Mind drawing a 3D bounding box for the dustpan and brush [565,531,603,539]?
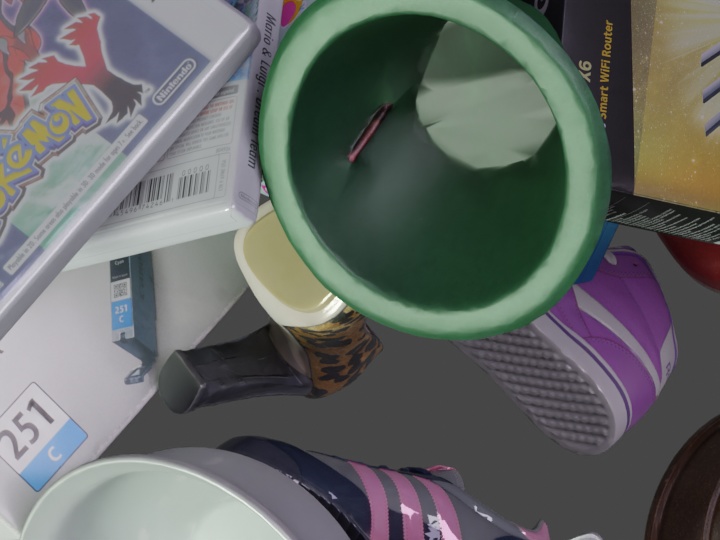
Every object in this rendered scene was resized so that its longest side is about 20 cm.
[{"bbox_3d":[0.047,0.174,1.302,0.140,0.200,0.057,45,25,-12],"label":"dustpan and brush"}]

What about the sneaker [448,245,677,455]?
[{"bbox_3d":[0.092,-0.002,1.428,0.200,0.073,0.114,51,47,-2],"label":"sneaker"}]

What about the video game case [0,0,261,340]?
[{"bbox_3d":[-0.176,-0.085,1.196,0.182,0.023,0.200,37,80,18],"label":"video game case"}]

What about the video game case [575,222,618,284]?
[{"bbox_3d":[0.098,-0.112,1.365,0.018,0.143,0.200,-11,64,-15],"label":"video game case"}]

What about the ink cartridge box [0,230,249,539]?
[{"bbox_3d":[-0.172,0.005,1.317,0.176,0.045,0.200,45,67,-11],"label":"ink cartridge box"}]

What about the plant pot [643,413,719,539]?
[{"bbox_3d":[0.285,0.154,1.402,0.200,0.198,0.200,4,79,-22],"label":"plant pot"}]

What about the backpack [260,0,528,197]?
[{"bbox_3d":[-0.009,-0.117,1.316,0.153,0.200,0.176,17,75,-29],"label":"backpack"}]

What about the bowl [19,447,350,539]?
[{"bbox_3d":[-0.063,0.164,1.275,0.090,0.201,0.201,-33,95,-51],"label":"bowl"}]

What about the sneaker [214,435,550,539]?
[{"bbox_3d":[0.012,0.128,1.373,0.200,0.070,0.082,31,46,-13],"label":"sneaker"}]

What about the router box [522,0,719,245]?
[{"bbox_3d":[0.157,-0.118,1.253,0.157,0.052,0.200,10,75,-20],"label":"router box"}]

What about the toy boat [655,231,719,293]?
[{"bbox_3d":[0.195,-0.085,1.405,0.131,0.131,0.200,-32,68,7],"label":"toy boat"}]

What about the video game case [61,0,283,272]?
[{"bbox_3d":[-0.122,-0.087,1.261,0.024,0.200,0.182,33,54,-45],"label":"video game case"}]

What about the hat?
[{"bbox_3d":[0.064,-0.092,1.202,0.166,0.200,0.176,25,33,13],"label":"hat"}]

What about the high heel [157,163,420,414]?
[{"bbox_3d":[0.000,0.000,1.306,0.143,0.200,0.071,-11,64,-47],"label":"high heel"}]
